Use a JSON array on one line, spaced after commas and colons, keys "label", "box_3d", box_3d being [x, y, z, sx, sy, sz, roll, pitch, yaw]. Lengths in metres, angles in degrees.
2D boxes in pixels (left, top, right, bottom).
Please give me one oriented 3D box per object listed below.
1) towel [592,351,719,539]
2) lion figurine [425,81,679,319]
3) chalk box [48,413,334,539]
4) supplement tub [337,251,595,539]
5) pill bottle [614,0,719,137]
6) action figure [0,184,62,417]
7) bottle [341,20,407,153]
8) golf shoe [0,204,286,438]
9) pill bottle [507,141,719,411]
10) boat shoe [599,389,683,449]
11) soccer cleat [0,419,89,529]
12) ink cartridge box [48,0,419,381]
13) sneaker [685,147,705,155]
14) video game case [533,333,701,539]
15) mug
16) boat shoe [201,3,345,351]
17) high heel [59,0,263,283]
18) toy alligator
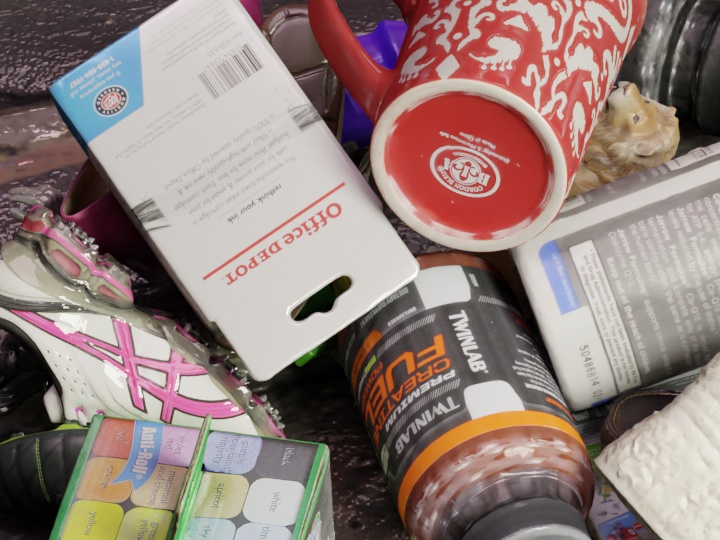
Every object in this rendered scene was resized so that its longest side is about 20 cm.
[{"label": "towel", "box_3d": [0.230, 0.129, 1.287, 0.132, 0.034, 0.200, -40, 80, -4]}, {"label": "lion figurine", "box_3d": [0.105, -0.028, 1.514, 0.122, 0.073, 0.201, 18, 70, 15]}, {"label": "chalk box", "box_3d": [-0.084, 0.156, 1.241, 0.123, 0.201, 0.125, 6, 45, 11]}, {"label": "supplement tub", "box_3d": [0.061, 0.089, 1.367, 0.106, 0.107, 0.200, -14, 44, -9]}, {"label": "pill bottle", "box_3d": [0.152, -0.147, 1.600, 0.199, 0.112, 0.112, 16, 47, 21]}, {"label": "action figure", "box_3d": [-0.217, 0.013, 1.474, 0.200, 0.102, 0.119, 27, 50, 33]}, {"label": "bottle", "box_3d": [-0.018, -0.102, 1.558, 0.199, 0.065, 0.084, -24, 10, 5]}, {"label": "golf shoe", "box_3d": [-0.128, 0.057, 1.410, 0.200, 0.073, 0.092, 40, 88, -6]}, {"label": "pill bottle", "box_3d": [0.188, -0.007, 1.400, 0.199, 0.114, 0.114, -20, 45, 2]}, {"label": "boat shoe", "box_3d": [0.227, 0.086, 1.354, 0.199, 0.074, 0.075, 8, 45, 11]}, {"label": "soccer cleat", "box_3d": [-0.117, 0.130, 1.371, 0.199, 0.068, 0.081, 4, 51, 7]}, {"label": "ink cartridge box", "box_3d": [-0.068, -0.045, 1.405, 0.116, 0.067, 0.200, -34, 83, -8]}, {"label": "sneaker", "box_3d": [0.255, -0.006, 1.480, 0.200, 0.072, 0.073, 26, 63, 29]}, {"label": "video game case", "box_3d": [0.177, 0.093, 1.417, 0.143, 0.018, 0.200, -15, 45, -12]}, {"label": "mug", "box_3d": [0.059, -0.106, 1.419, 0.177, 0.134, 0.200, -6, 33, 19]}, {"label": "boat shoe", "box_3d": [-0.045, -0.048, 1.479, 0.074, 0.075, 0.203, 15, 82, 2]}, {"label": "high heel", "box_3d": [-0.117, -0.097, 1.482, 0.067, 0.096, 0.201, 16, 78, 32]}, {"label": "toy alligator", "box_3d": [0.000, 0.000, 1.509, 0.054, 0.059, 0.200, 40, 35, -18]}]
